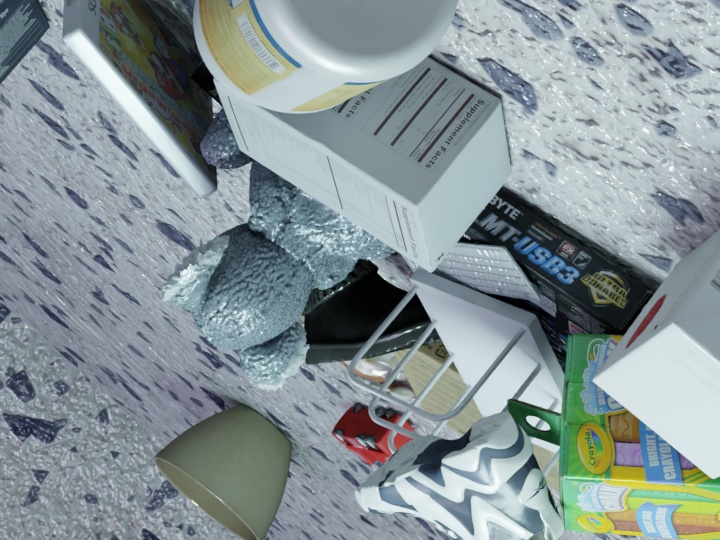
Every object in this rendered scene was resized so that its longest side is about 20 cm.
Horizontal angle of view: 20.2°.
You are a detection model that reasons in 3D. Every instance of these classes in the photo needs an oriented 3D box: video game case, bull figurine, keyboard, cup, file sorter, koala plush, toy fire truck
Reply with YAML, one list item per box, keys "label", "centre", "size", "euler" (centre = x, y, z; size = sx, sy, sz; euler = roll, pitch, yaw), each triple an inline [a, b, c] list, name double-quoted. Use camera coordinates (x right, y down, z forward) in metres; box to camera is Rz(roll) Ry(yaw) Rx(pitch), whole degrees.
- label: "video game case"
  centre: [-0.191, -0.183, 1.764]
  size: [0.200, 0.023, 0.183]
  euler: [51, -162, -33]
- label: "bull figurine"
  centre: [-0.003, 0.080, 2.127]
  size: [0.199, 0.066, 0.121]
  euler: [23, -169, 25]
- label: "keyboard"
  centre: [0.083, -0.004, 1.678]
  size: [0.056, 0.011, 0.200]
  euler: [47, 163, -22]
- label: "cup"
  centre: [-0.182, 0.283, 2.946]
  size: [0.200, 0.144, 0.201]
  euler: [35, 163, 12]
- label: "file sorter"
  centre: [0.096, 0.125, 1.725]
  size: [0.138, 0.125, 0.201]
  euler: [21, 151, 42]
- label: "koala plush"
  centre: [-0.072, -0.016, 1.692]
  size: [0.183, 0.200, 0.178]
  euler: [15, 151, 51]
- label: "toy fire truck"
  centre: [0.059, 0.229, 2.447]
  size: [0.141, 0.049, 0.200]
  euler: [45, 163, -19]

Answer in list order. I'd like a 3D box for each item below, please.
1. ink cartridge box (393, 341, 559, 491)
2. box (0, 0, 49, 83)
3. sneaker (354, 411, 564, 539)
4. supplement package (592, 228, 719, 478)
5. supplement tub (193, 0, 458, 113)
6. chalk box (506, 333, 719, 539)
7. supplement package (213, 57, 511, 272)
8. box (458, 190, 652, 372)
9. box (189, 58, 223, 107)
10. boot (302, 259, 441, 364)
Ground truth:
- label: "ink cartridge box"
  centre: [0.135, 0.114, 1.928]
  size: [0.199, 0.075, 0.165]
  euler: [28, 161, 32]
- label: "box"
  centre: [-0.435, -0.301, 2.019]
  size: [0.199, 0.104, 0.182]
  euler: [32, 163, 21]
- label: "sneaker"
  centre: [0.086, 0.194, 1.599]
  size: [0.199, 0.079, 0.130]
  euler: [-27, 100, 46]
- label: "supplement package"
  centre: [0.262, 0.050, 1.399]
  size: [0.119, 0.122, 0.200]
  euler: [38, 163, 2]
- label: "supplement tub"
  centre: [-0.030, -0.186, 1.368]
  size: [0.145, 0.145, 0.200]
  euler: [42, 163, -12]
- label: "chalk box"
  centre: [0.213, 0.130, 1.567]
  size: [0.198, 0.125, 0.125]
  euler: [2, 154, 10]
- label: "supplement package"
  centre: [0.004, -0.111, 1.555]
  size: [0.199, 0.110, 0.114]
  euler: [33, 163, 22]
- label: "box"
  centre: [0.154, 0.022, 1.688]
  size: [0.199, 0.050, 0.199]
  euler: [34, 165, 23]
- label: "box"
  centre: [-0.053, -0.132, 1.760]
  size: [0.200, 0.036, 0.143]
  euler: [40, 163, -7]
- label: "boot"
  centre: [-0.002, 0.001, 1.860]
  size: [0.210, 0.079, 0.159]
  euler: [-9, 93, 48]
